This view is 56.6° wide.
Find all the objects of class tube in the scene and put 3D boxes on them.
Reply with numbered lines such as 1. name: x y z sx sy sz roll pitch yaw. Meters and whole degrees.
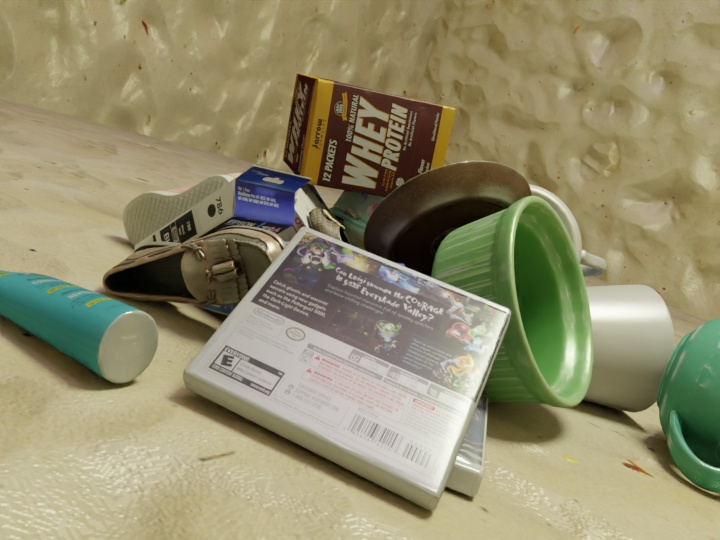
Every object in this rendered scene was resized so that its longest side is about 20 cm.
1. tube: -0.236 0.028 0.508 0.196 0.052 0.077 17 1 31

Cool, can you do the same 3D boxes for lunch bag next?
1. lunch bag: 0.043 -0.040 1.034 0.159 0.077 0.201 33 -14 46

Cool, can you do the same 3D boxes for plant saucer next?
1. plant saucer: 0.101 -0.041 0.747 0.196 0.200 0.033 10 49 -34

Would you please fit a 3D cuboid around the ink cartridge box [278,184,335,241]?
1. ink cartridge box: -0.075 -0.045 0.896 0.117 0.066 0.201 57 10 -15

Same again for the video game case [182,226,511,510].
1. video game case: -0.002 0.058 0.508 0.196 0.024 0.183 21 46 15

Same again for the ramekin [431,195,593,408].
1. ramekin: 0.152 0.037 0.672 0.096 0.206 0.198 -14 -11 35

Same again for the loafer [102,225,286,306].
1. loafer: -0.155 0.005 0.617 0.195 0.074 0.063 -4 15 32

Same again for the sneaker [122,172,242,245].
1. sneaker: -0.201 -0.073 0.843 0.196 0.078 0.104 -12 3 29

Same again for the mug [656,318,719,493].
1. mug: 0.376 0.129 0.694 0.113 0.156 0.183 25 12 37

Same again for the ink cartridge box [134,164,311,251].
1. ink cartridge box: -0.148 -0.047 0.729 0.197 0.040 0.098 -28 -17 32

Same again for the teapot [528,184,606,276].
1. teapot: 0.231 -0.025 0.993 0.202 0.196 0.146 54 2 12

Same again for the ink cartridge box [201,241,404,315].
1. ink cartridge box: -0.047 0.018 0.679 0.196 0.079 0.135 13 8 37

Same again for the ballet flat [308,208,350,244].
1. ballet flat: 0.000 0.000 0.785 0.202 0.046 0.067 58 13 25

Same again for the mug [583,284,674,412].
1. mug: 0.260 0.099 0.813 0.149 0.189 0.152 6 44 -11

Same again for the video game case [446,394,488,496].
1. video game case: 0.011 0.106 0.563 0.195 0.024 0.182 20 10 9

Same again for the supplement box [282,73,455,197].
1. supplement box: 0.003 -0.195 0.974 0.194 0.136 0.197 7 16 -17
